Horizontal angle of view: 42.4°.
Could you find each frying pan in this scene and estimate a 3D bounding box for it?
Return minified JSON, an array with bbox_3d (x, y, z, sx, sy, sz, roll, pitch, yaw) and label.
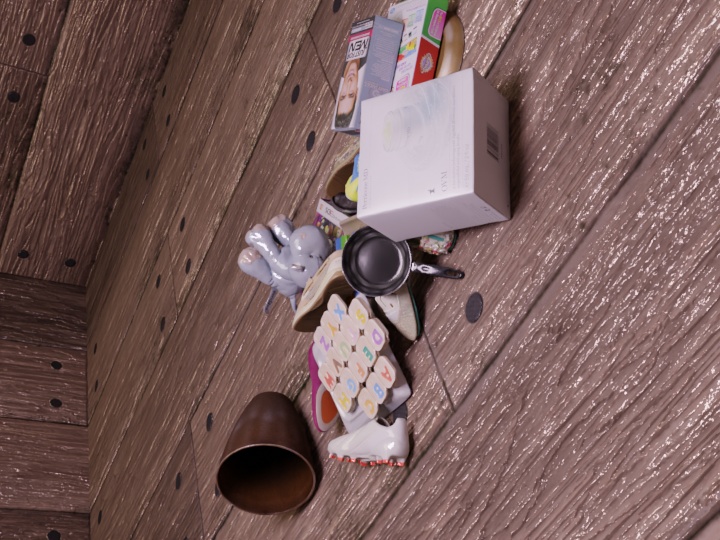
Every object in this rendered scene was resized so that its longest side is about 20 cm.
[{"bbox_3d":[0.062,-0.024,1.471,0.031,0.189,0.115,2,-104,-78],"label":"frying pan"}]

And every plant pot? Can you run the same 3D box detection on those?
[{"bbox_3d":[0.117,-0.365,1.647,0.200,0.027,0.201,-37,47,54],"label":"plant pot"},{"bbox_3d":[-0.179,0.337,1.809,0.200,0.186,0.187,-93,26,-57],"label":"plant pot"}]

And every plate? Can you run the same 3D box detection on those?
[{"bbox_3d":[-0.011,0.172,1.603,0.200,0.032,0.200,-49,60,46],"label":"plate"}]

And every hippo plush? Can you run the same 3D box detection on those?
[{"bbox_3d":[-0.139,-0.016,1.781,0.161,0.159,0.201,-7,73,63],"label":"hippo plush"}]

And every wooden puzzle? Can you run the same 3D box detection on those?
[{"bbox_3d":[0.000,0.000,1.643,0.185,0.046,0.201,165,100,-66],"label":"wooden puzzle"}]

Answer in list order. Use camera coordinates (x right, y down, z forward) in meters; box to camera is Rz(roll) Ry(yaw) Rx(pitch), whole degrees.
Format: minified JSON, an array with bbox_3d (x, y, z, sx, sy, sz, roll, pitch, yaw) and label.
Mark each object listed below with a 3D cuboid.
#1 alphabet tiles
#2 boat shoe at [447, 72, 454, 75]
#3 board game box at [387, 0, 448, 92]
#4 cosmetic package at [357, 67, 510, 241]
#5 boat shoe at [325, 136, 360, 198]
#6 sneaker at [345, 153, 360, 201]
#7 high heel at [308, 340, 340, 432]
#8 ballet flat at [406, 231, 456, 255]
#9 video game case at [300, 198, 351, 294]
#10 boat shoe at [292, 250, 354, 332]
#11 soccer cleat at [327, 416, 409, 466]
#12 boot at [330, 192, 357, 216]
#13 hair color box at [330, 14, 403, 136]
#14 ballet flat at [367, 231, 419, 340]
[{"bbox_3d":[-0.014,0.144,1.557,0.196,0.015,0.200,52,134,30],"label":"alphabet tiles"},{"bbox_3d":[0.123,-0.239,1.551,0.065,0.072,0.200,-53,-12,-48],"label":"boat shoe"},{"bbox_3d":[0.083,-0.379,1.644,0.153,0.040,0.201,12,90,64],"label":"board game box"},{"bbox_3d":[0.109,-0.168,1.392,0.199,0.123,0.200,-11,67,33],"label":"cosmetic package"},{"bbox_3d":[0.000,-0.218,1.780,0.200,0.073,0.063,-48,32,28],"label":"boat shoe"},{"bbox_3d":[0.040,-0.160,1.568,0.200,0.076,0.106,16,104,51],"label":"sneaker"},{"bbox_3d":[-0.073,0.216,1.741,0.096,0.067,0.201,-30,39,47],"label":"high heel"},{"bbox_3d":[0.088,-0.071,1.544,0.200,0.064,0.076,14,91,64],"label":"ballet flat"},{"bbox_3d":[-0.065,-0.028,1.860,0.181,0.036,0.201,39,114,62],"label":"video game case"},{"bbox_3d":[-0.066,0.041,1.646,0.200,0.072,0.065,-55,38,46],"label":"boat shoe"},{"bbox_3d":[0.017,0.284,1.545,0.200,0.069,0.078,-14,62,54],"label":"soccer cleat"},{"bbox_3d":[0.030,-0.177,1.709,0.200,0.069,0.175,24,100,54],"label":"boot"},{"bbox_3d":[0.011,-0.345,1.660,0.099,0.060,0.201,12,91,64],"label":"hair color box"},{"bbox_3d":[0.045,0.022,1.524,0.067,0.062,0.201,160,98,-69],"label":"ballet flat"}]
